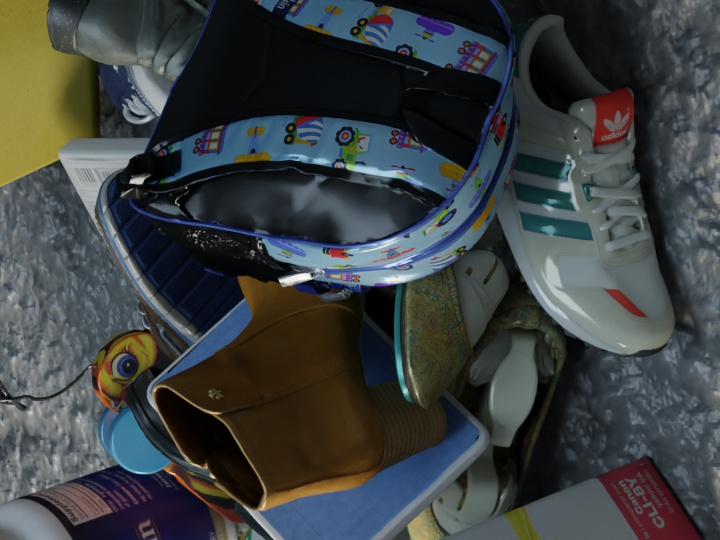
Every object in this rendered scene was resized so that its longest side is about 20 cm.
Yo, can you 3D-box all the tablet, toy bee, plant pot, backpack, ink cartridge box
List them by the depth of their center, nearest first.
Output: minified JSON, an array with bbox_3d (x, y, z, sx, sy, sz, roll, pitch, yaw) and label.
[{"bbox_3d":[0.001,-0.072,1.231,0.200,0.135,0.183,10,68,33],"label":"backpack"},{"bbox_3d":[0.080,0.195,1.297,0.145,0.200,0.083,-47,68,43],"label":"ink cartridge box"},{"bbox_3d":[-0.028,0.084,1.346,0.200,0.130,0.014,43,172,39],"label":"tablet"},{"bbox_3d":[-0.138,0.082,1.539,0.131,0.200,0.109,24,84,55],"label":"toy bee"},{"bbox_3d":[-0.286,-0.146,1.571,0.200,0.200,0.176,14,128,62],"label":"plant pot"}]

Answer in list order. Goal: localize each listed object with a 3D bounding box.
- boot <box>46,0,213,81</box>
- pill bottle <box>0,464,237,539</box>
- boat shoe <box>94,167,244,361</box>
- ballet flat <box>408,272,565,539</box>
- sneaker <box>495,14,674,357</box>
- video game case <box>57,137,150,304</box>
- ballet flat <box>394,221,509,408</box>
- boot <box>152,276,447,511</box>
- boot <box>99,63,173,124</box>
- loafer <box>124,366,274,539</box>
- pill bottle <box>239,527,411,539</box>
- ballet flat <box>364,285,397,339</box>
[{"bbox_3d":[-0.095,-0.191,1.428,0.131,0.200,0.068,18,152,14],"label":"boot"},{"bbox_3d":[-0.192,0.202,1.583,0.116,0.200,0.116,17,114,43],"label":"pill bottle"},{"bbox_3d":[-0.107,0.024,1.459,0.200,0.072,0.072,53,147,-12],"label":"boat shoe"},{"bbox_3d":[0.073,0.099,1.347,0.071,0.071,0.200,31,116,36],"label":"ballet flat"},{"bbox_3d":[0.123,-0.050,1.273,0.093,0.070,0.200,-46,65,50],"label":"sneaker"},{"bbox_3d":[-0.092,-0.006,1.499,0.200,0.024,0.182,3,128,46],"label":"video game case"},{"bbox_3d":[0.052,-0.008,1.304,0.200,0.071,0.071,-89,23,-47],"label":"ballet flat"},{"bbox_3d":[-0.058,0.048,1.289,0.201,0.144,0.071,48,134,35],"label":"boot"},{"bbox_3d":[-0.123,-0.124,1.485,0.200,0.073,0.090,-112,27,-50],"label":"boot"},{"bbox_3d":[-0.066,0.103,1.407,0.200,0.073,0.072,33,97,37],"label":"loafer"},{"bbox_3d":[-0.033,0.207,1.484,0.113,0.113,0.200,53,134,21],"label":"pill bottle"},{"bbox_3d":[0.000,0.000,1.392,0.066,0.057,0.200,-19,113,47],"label":"ballet flat"}]
